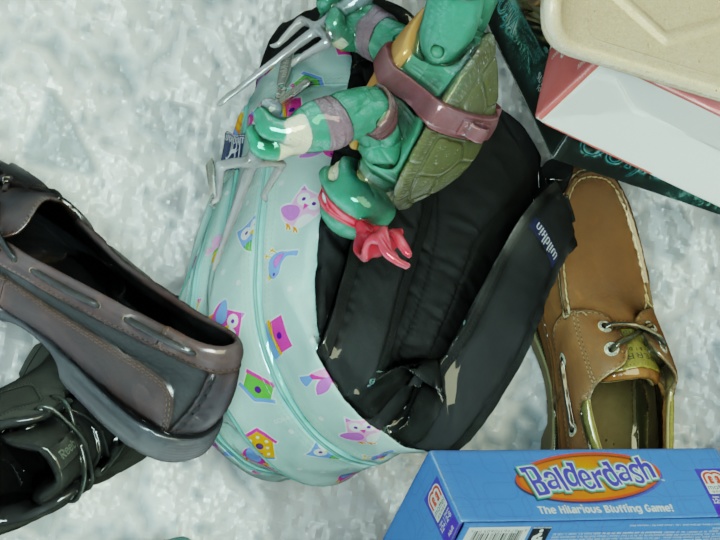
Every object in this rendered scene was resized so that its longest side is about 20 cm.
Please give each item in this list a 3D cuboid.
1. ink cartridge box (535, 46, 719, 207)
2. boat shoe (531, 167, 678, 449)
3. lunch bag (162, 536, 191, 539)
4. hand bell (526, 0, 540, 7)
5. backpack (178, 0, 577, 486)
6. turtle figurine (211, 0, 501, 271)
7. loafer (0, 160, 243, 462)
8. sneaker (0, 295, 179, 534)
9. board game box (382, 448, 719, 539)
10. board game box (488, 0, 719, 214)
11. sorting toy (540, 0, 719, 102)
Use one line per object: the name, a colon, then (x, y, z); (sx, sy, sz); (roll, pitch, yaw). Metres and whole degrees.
ink cartridge box: (0.160, -0.140, 1.350); (0.116, 0.067, 0.201); (23, 58, -16)
boat shoe: (0.124, 0.044, 1.429); (0.072, 0.068, 0.201); (-7, 90, -27)
lunch bag: (-0.126, 0.227, 1.262); (0.169, 0.122, 0.201); (-2, 101, -33)
hand bell: (0.166, -0.137, 1.436); (0.199, 0.104, 0.105); (-1, 89, -29)
backpack: (0.000, 0.000, 1.316); (0.167, 0.126, 0.201); (37, 50, -30)
turtle figurine: (0.014, -0.084, 1.204); (0.100, 0.150, 0.201); (29, 108, -9)
loafer: (-0.127, -0.005, 1.252); (0.200, 0.063, 0.072); (41, 35, 13)
sneaker: (-0.130, 0.072, 1.278); (0.200, 0.091, 0.076); (-34, 104, -30)
board game box: (0.067, 0.163, 1.337); (0.151, 0.201, 0.045); (2, 43, -29)
board game box: (0.160, -0.074, 1.424); (0.199, 0.136, 0.028); (17, 120, -28)
sorting toy: (0.160, -0.152, 1.298); (0.199, 0.036, 0.186); (17, 61, -24)
